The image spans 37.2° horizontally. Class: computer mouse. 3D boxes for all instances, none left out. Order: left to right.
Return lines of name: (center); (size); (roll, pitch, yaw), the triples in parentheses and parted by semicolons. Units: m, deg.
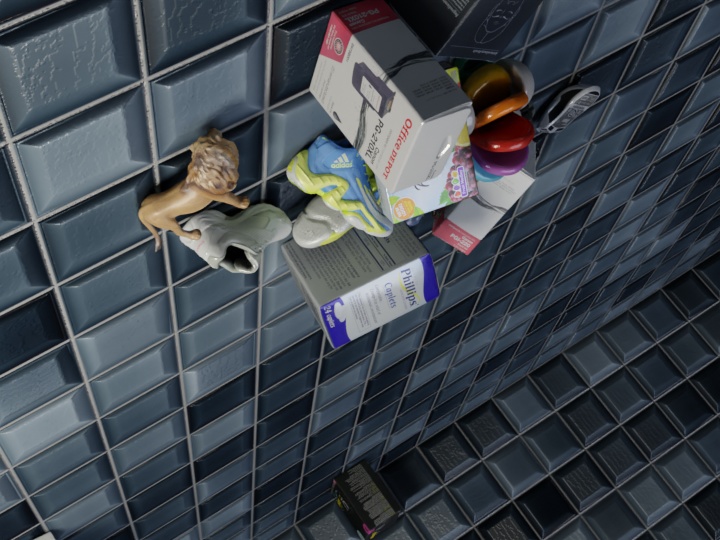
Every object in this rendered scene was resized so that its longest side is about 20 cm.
computer mouse: (0.360, -0.286, 1.985); (0.200, 0.044, 0.109); (-42, 155, 30)

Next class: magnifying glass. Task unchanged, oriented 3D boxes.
magnifying glass: (0.142, -0.288, 1.650); (0.200, 0.022, 0.080); (-42, 159, 16)

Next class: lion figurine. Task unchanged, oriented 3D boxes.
lion figurine: (-0.227, -0.097, 1.393); (0.200, 0.073, 0.122); (-38, 153, 14)

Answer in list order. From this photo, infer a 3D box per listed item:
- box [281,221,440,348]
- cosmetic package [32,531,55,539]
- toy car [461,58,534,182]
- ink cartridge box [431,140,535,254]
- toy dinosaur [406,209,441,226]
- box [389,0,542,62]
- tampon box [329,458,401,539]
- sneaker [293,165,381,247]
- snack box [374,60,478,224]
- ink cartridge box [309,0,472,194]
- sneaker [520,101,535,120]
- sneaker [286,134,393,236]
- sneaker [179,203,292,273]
box: (0.000, 0.000, 1.745); (0.199, 0.184, 0.105); (-26, 132, -8)
cosmetic package: (-0.684, 0.664, 2.141); (0.200, 0.165, 0.165); (-22, 154, -35)
toy car: (0.202, -0.217, 1.656); (0.175, 0.150, 0.200); (-29, 155, -23)
ink cartridge box: (0.221, -0.149, 1.900); (0.200, 0.085, 0.146); (-52, -167, 33)
toy dinosaur: (0.039, -0.090, 1.886); (0.181, 0.105, 0.201); (-18, 120, -22)
box: (0.162, -0.378, 1.367); (0.148, 0.107, 0.200); (-10, 146, -52)
tampon box: (0.014, 0.727, 3.365); (0.126, 0.200, 0.150); (-29, 158, -20)
sneaker: (-0.015, -0.096, 1.709); (0.200, 0.076, 0.105); (-37, 160, -2)
snack box: (0.084, -0.185, 1.545); (0.142, 0.053, 0.201); (-19, 117, -11)
ink cartridge box: (0.034, -0.221, 1.360); (0.084, 0.200, 0.145); (-25, 156, -30)
sneaker: (0.201, -0.239, 1.807); (0.199, 0.076, 0.079); (-26, 172, -11)
sneaker: (-0.008, -0.130, 1.580); (0.200, 0.076, 0.105); (30, 101, -33)
sneaker: (-0.168, -0.037, 1.571); (0.200, 0.099, 0.078); (-14, 150, -47)
